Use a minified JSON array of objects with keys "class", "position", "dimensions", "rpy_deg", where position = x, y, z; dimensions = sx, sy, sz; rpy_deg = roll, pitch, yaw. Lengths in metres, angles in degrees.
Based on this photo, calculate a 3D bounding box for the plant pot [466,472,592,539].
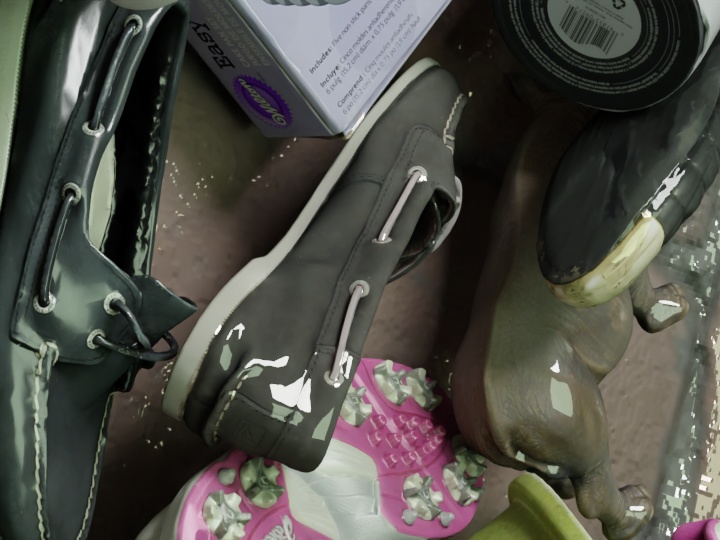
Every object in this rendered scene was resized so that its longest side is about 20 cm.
[{"class":"plant pot","position":[0.025,0.199,0.978],"dimensions":[0.184,0.200,0.201],"rpy_deg":[-28,114,-6]}]

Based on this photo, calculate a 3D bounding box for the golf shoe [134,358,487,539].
[{"class":"golf shoe","position":[-0.028,0.087,1.014],"dimensions":[0.076,0.091,0.200],"rpy_deg":[59,32,5]}]

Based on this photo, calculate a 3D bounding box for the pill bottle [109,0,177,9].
[{"class":"pill bottle","position":[-0.107,-0.173,0.845],"dimensions":[0.200,0.109,0.110],"rpy_deg":[37,70,-25]}]

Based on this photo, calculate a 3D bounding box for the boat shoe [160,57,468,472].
[{"class":"boat shoe","position":[0.000,0.000,0.997],"dimensions":[0.057,0.067,0.200],"rpy_deg":[31,43,7]}]

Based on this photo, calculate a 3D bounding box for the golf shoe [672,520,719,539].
[{"class":"golf shoe","position":[0.106,0.180,1.130],"dimensions":[0.092,0.075,0.200],"rpy_deg":[51,59,-11]}]

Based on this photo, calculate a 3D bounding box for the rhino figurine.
[{"class":"rhino figurine","position":[0.079,-0.005,1.085],"dimensions":[0.087,0.060,0.201],"rpy_deg":[40,50,-41]}]

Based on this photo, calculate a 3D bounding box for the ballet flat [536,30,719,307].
[{"class":"ballet flat","position":[0.119,-0.048,1.053],"dimensions":[0.057,0.066,0.200],"rpy_deg":[60,42,-24]}]

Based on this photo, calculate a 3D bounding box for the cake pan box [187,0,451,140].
[{"class":"cake pan box","position":[-0.016,-0.178,1.004],"dimensions":[0.184,0.052,0.200],"rpy_deg":[50,63,-29]}]

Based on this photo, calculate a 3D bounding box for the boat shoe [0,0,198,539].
[{"class":"boat shoe","position":[-0.083,0.000,0.934],"dimensions":[0.075,0.066,0.201],"rpy_deg":[43,49,-71]}]

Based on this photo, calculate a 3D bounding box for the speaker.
[{"class":"speaker","position":[0.120,-0.146,1.072],"dimensions":[0.081,0.081,0.200],"rpy_deg":[61,40,-26]}]
